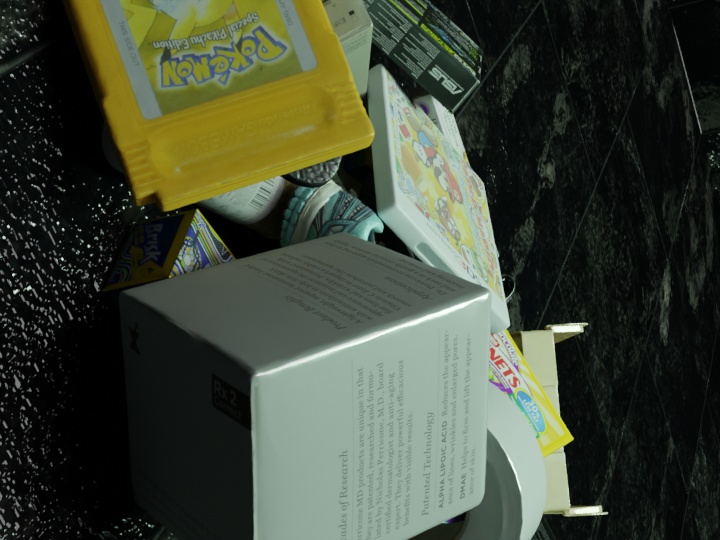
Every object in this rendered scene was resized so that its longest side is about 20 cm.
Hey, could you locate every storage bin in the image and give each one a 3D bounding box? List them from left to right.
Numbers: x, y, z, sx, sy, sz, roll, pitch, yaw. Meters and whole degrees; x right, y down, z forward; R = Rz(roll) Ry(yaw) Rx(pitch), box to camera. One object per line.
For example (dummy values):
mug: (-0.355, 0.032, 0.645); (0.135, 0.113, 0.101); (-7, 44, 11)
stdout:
storage bin: (0.195, 0.171, 1.291); (0.199, 0.093, 0.202); (127, -39, -76)

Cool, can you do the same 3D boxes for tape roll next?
tape roll: (0.058, 0.186, 1.009); (0.071, 0.201, 0.204); (-25, 104, -62)

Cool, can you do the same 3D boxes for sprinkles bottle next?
sprinkles bottle: (-0.114, -0.080, 0.911); (0.200, 0.068, 0.069); (26, 59, -58)

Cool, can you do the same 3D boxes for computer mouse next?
computer mouse: (0.087, -0.027, 1.113); (0.201, 0.046, 0.140); (58, 44, -11)

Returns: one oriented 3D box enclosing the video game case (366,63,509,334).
video game case: (0.069, -0.066, 1.044); (0.182, 0.023, 0.201); (44, 27, -36)

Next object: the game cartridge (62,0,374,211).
game cartridge: (-0.104, -0.155, 0.815); (0.032, 0.175, 0.201); (116, -46, -72)

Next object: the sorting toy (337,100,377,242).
sorting toy: (0.038, -0.065, 1.194); (0.199, 0.069, 0.202); (33, 53, -55)

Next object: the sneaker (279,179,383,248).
sneaker: (-0.021, 0.020, 0.978); (0.078, 0.086, 0.201); (-44, 149, -36)

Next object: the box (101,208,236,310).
box: (-0.107, 0.049, 0.887); (0.200, 0.064, 0.070); (57, 36, -39)

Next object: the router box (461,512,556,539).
router box: (0.151, 0.276, 1.167); (0.157, 0.052, 0.201); (101, -35, -70)

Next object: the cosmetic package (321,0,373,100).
cosmetic package: (-0.045, -0.196, 0.958); (0.106, 0.071, 0.200); (62, -5, 7)

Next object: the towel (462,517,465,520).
towel: (0.117, 0.320, 1.151); (0.200, 0.024, 0.146); (100, -16, -69)

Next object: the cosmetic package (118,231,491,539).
cosmetic package: (-0.037, 0.089, 0.791); (0.199, 0.164, 0.166); (-16, 116, -36)

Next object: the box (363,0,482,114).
box: (0.033, -0.249, 1.126); (0.200, 0.048, 0.193); (41, 21, -8)

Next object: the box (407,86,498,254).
box: (0.092, -0.090, 1.187); (0.041, 0.038, 0.201); (-53, 127, -56)

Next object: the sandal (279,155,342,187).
sandal: (-0.091, -0.135, 0.854); (0.200, 0.045, 0.075); (41, 67, 6)

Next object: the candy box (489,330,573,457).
candy box: (0.123, 0.099, 1.137); (0.102, 0.026, 0.201); (-18, 73, -46)

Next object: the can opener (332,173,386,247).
can opener: (0.000, 0.000, 1.054); (0.201, 0.066, 0.053); (58, 38, -3)

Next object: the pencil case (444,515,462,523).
pencil case: (0.044, 0.179, 1.109); (0.092, 0.084, 0.202); (-31, 109, -75)
